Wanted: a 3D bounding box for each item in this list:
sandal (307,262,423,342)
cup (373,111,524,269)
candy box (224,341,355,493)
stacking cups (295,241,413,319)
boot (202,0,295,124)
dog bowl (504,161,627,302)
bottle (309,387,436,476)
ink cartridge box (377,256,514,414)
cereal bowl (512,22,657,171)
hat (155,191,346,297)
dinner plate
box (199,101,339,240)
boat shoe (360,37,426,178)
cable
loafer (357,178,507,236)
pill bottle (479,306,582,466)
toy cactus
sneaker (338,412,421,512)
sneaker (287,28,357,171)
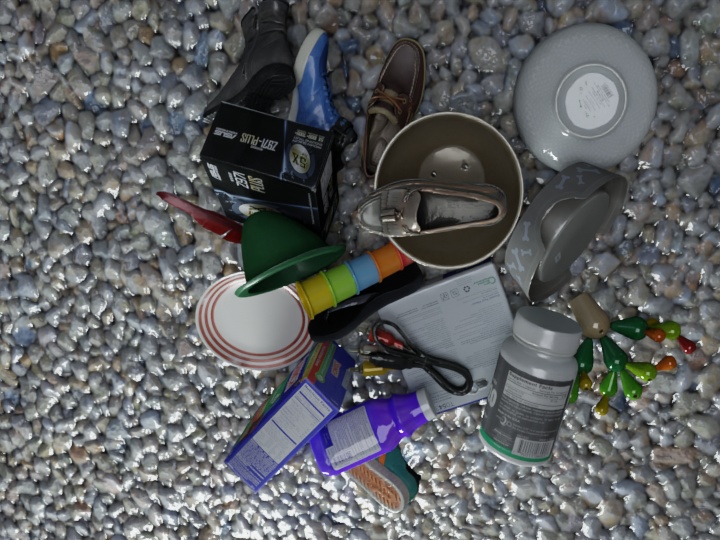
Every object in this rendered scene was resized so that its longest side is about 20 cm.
[{"bbox_3d":[0.001,0.039,1.046,0.197,0.076,0.043,-32,124,2],"label":"sandal"},{"bbox_3d":[0.125,-0.118,0.954,0.195,0.143,0.206,3,104,10],"label":"cup"},{"bbox_3d":[-0.105,0.218,1.066,0.077,0.169,0.200,43,107,-5],"label":"candy box"},{"bbox_3d":[0.000,0.000,1.019,0.197,0.060,0.062,-28,100,-15],"label":"stacking cups"},{"bbox_3d":[-0.163,-0.299,1.003,0.197,0.069,0.135,-18,72,39],"label":"boot"},{"bbox_3d":[0.273,-0.055,0.924,0.059,0.198,0.202,41,109,29],"label":"dog bowl"},{"bbox_3d":[0.020,0.240,1.045,0.197,0.065,0.085,-27,75,10],"label":"bottle"},{"bbox_3d":[0.147,0.107,1.060,0.192,0.043,0.204,-20,103,14],"label":"ink cartridge box"},{"bbox_3d":[0.304,-0.230,0.926,0.195,0.083,0.206,3,104,11],"label":"cereal bowl"},{"bbox_3d":[-0.135,-0.074,0.955,0.164,0.198,0.180,-30,81,39],"label":"hat"},{"bbox_3d":[-0.164,0.079,1.092,0.194,0.025,0.204,0,126,0],"label":"dinner plate"},{"bbox_3d":[-0.119,-0.127,0.962,0.160,0.201,0.088,17,71,5],"label":"box"},{"bbox_3d":[0.042,-0.228,0.979,0.071,0.072,0.204,22,107,4],"label":"boat shoe"},{"bbox_3d":[0.080,0.129,1.046,0.195,0.050,0.100,11,101,-5],"label":"cable"},{"bbox_3d":[0.087,-0.078,0.863,0.194,0.063,0.074,-4,103,11],"label":"loafer"},{"bbox_3d":[0.245,0.164,0.979,0.110,0.113,0.205,14,107,6],"label":"pill bottle"},{"bbox_3d":[0.367,0.108,1.006,0.198,0.102,0.167,-35,77,19],"label":"toy cactus"},{"bbox_3d":[0.015,0.301,1.123,0.199,0.079,0.072,43,124,18],"label":"sneaker"},{"bbox_3d":[-0.046,-0.234,0.990,0.109,0.077,0.204,20,111,11],"label":"sneaker"}]
